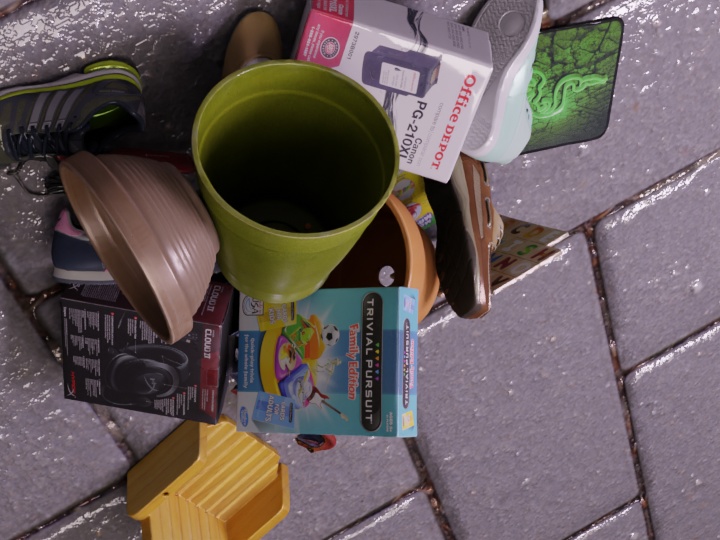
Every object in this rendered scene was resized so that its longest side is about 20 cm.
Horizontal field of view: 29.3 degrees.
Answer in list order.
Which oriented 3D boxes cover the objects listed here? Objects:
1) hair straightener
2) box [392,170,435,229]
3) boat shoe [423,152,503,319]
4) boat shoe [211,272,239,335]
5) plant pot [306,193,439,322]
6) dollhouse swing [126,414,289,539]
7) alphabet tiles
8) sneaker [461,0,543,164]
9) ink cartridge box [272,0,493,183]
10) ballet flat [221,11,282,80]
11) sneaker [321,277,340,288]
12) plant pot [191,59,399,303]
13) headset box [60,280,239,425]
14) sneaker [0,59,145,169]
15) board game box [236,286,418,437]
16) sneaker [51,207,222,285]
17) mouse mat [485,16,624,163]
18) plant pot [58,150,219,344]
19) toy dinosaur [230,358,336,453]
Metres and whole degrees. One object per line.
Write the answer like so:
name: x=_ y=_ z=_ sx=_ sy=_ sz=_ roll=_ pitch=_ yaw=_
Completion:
hair straightener: x=-0.271 y=-0.089 z=1.430 sx=0.197 sy=0.041 sz=0.078 roll=0 pitch=127 yaw=-31
box: x=0.070 y=-0.134 z=1.589 sx=0.116 sy=0.049 sz=0.201 roll=-27 pitch=134 yaw=-8
boat shoe: x=0.125 y=-0.047 z=1.527 sx=0.073 sy=0.203 sz=0.076 roll=3 pitch=159 yaw=-27
boat shoe: x=-0.172 y=0.054 z=1.577 sx=0.083 sy=0.069 sz=0.201 roll=-1 pitch=138 yaw=-19
plant pot: x=0.000 y=0.000 z=1.544 sx=0.201 sy=0.200 sz=0.140 roll=-49 pitch=156 yaw=17
dollhouse swing: x=-0.176 y=0.324 z=1.749 sx=0.181 sy=0.176 sz=0.200 roll=-40 pitch=135 yaw=8
alphabet tiles: x=0.145 y=-0.015 z=1.621 sx=0.166 sy=0.199 sz=0.008 roll=-29 pitch=110 yaw=-18
sneaker: x=0.165 y=-0.218 z=1.548 sx=0.118 sy=0.073 sz=0.203 roll=15 pitch=93 yaw=-64
ink cartridge box: x=0.023 y=-0.195 z=1.429 sx=0.197 sy=0.085 sz=0.146 roll=15 pitch=122 yaw=-10
ballet flat: x=-0.113 y=-0.169 z=1.438 sx=0.068 sy=0.063 sz=0.202 roll=-6 pitch=129 yaw=-27
sneaker: x=-0.071 y=0.022 z=1.640 sx=0.080 sy=0.075 sz=0.200 roll=-57 pitch=132 yaw=-17
plant pot: x=-0.076 y=-0.068 z=1.369 sx=0.198 sy=0.202 sz=0.194 roll=-14 pitch=153 yaw=-19
headset box: x=-0.224 y=0.081 z=1.517 sx=0.197 sy=0.078 sz=0.150 roll=8 pitch=129 yaw=2
sneaker: x=-0.299 y=-0.140 z=1.340 sx=0.198 sy=0.081 sz=0.074 roll=-25 pitch=136 yaw=-9
board game box: x=-0.037 y=0.096 z=1.449 sx=0.047 sy=0.197 sz=0.154 roll=9 pitch=81 yaw=-60
sneaker: x=-0.224 y=-0.031 z=1.442 sx=0.197 sy=0.070 sz=0.083 roll=-3 pitch=96 yaw=-14
mouse mat: x=0.221 y=-0.212 z=1.626 sx=0.197 sy=0.008 sz=0.163 roll=-13 pitch=127 yaw=-21
plant pot: x=-0.199 y=-0.039 z=1.320 sx=0.092 sy=0.201 sz=0.202 roll=-33 pitch=138 yaw=-16
toy dinosaur: x=-0.098 y=0.175 z=1.693 sx=0.104 sy=0.201 sz=0.182 roll=-34 pitch=107 yaw=23
